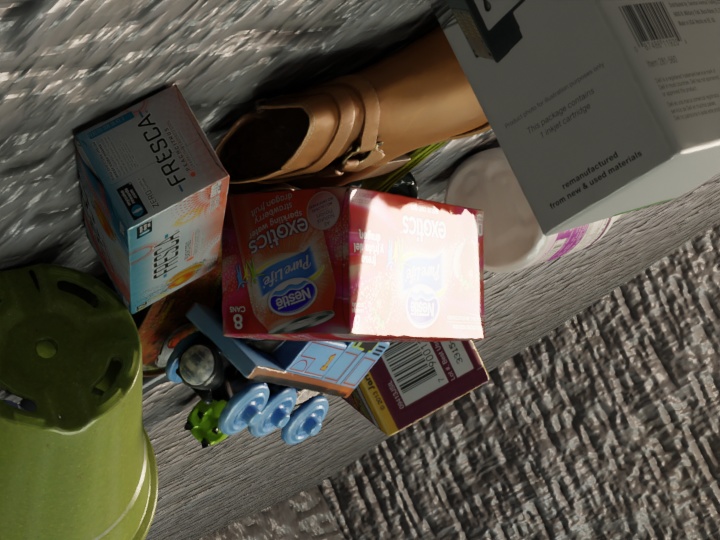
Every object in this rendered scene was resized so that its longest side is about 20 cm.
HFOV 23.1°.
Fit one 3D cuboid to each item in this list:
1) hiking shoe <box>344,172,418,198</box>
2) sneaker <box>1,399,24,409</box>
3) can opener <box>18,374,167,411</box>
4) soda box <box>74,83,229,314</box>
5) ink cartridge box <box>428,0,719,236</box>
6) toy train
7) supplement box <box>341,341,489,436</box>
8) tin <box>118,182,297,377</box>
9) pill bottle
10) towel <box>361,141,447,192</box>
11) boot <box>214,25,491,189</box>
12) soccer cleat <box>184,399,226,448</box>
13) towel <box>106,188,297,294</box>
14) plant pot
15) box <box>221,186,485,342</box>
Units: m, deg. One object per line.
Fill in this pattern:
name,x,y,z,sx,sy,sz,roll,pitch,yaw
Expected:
hiking shoe,-0.037,-0.025,1.418,0.200,0.074,0.087,-37,-164,16
sneaker,-0.326,0.153,1.437,0.198,0.081,0.115,-27,176,28
can opener,-0.198,0.082,1.487,0.199,0.054,0.067,-31,171,1
soda box,-0.125,-0.037,1.054,0.068,0.064,0.200,-29,170,-14
ink cartridge box,0.107,-0.132,0.847,0.084,0.201,0.146,-32,170,35
toy train,-0.061,0.058,1.283,0.115,0.087,0.200,-52,157,7
supplement box,0.017,0.047,1.517,0.103,0.132,0.200,-29,-167,-9
tin,-0.110,-0.001,1.240,0.111,0.042,0.200,-11,146,-41
pill bottle,0.170,-0.067,1.624,0.112,0.113,0.199,-36,169,33
towel,0.075,-0.126,1.187,0.200,0.018,0.086,-36,-152,34
boot,0.014,-0.106,1.094,0.200,0.074,0.154,-39,162,34
soccer cleat,-0.121,0.129,1.952,0.200,0.068,0.081,-37,-174,40
towel,-0.093,0.007,1.333,0.199,0.022,0.147,-31,145,14
plant pot,-0.219,0.095,1.181,0.199,0.201,0.190,-24,156,-30
box,0.000,0.000,1.187,0.099,0.096,0.200,-1,177,29
